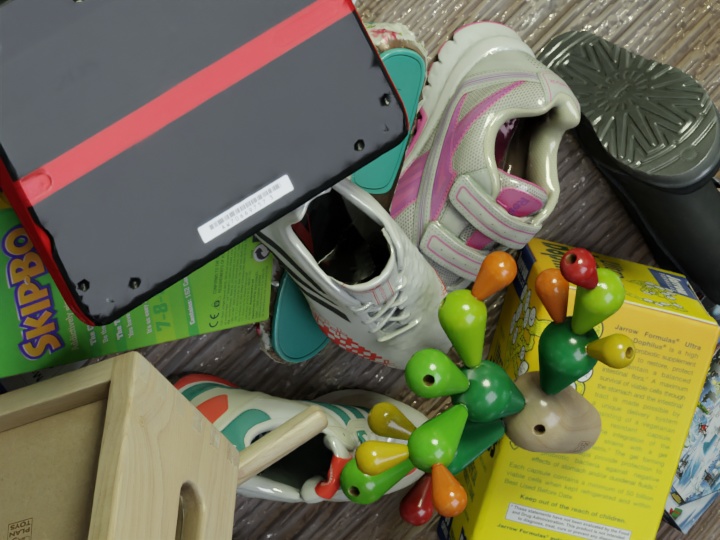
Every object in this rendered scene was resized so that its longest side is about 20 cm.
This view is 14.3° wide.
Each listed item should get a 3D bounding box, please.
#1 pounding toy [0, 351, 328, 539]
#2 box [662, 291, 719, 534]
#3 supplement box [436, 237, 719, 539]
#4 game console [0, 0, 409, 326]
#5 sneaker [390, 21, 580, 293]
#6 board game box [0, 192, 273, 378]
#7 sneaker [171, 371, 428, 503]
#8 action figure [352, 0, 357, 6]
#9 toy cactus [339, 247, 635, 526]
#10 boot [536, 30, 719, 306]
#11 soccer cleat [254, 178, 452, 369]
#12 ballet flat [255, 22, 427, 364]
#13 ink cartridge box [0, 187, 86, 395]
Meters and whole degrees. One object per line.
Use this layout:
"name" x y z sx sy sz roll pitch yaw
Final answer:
"pounding toy" -0.135 0.140 1.491 0.184 0.200 0.142 -18 136 25
"box" 0.233 0.053 1.849 0.200 0.040 0.137 -47 132 -10
"supplement box" 0.127 0.097 1.720 0.109 0.109 0.201 14 103 -9
"game console" -0.091 -0.093 1.410 0.200 0.031 0.177 -32 114 -12
"sneaker" 0.060 -0.039 1.644 0.081 0.088 0.201 14 102 -40
"board game box" -0.131 -0.003 1.505 0.200 0.030 0.096 -13 119 -37
"sneaker" -0.022 0.109 1.648 0.199 0.093 0.071 11 103 -39
"action figure" -0.056 -0.166 1.474 0.119 0.102 0.200 43 69 -24
"toy cactus" 0.086 0.074 1.578 0.200 0.102 0.165 -49 145 14
"boot" 0.195 -0.039 1.699 0.066 0.165 0.200 -38 129 -3
"soccer cleat" 0.000 0.000 1.537 0.069 0.085 0.200 -47 131 -6
"ballet flat" -0.016 -0.047 1.600 0.075 0.064 0.201 13 105 -38
"ink cartridge box" -0.197 -0.019 1.493 0.200 0.043 0.197 -46 131 -13
